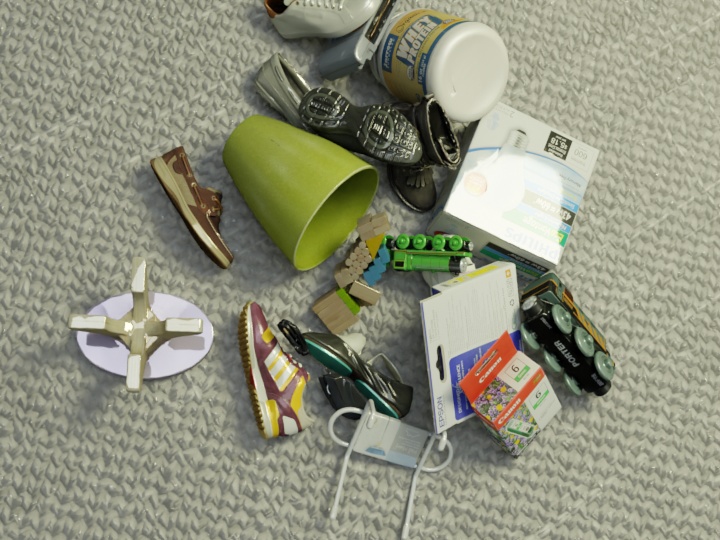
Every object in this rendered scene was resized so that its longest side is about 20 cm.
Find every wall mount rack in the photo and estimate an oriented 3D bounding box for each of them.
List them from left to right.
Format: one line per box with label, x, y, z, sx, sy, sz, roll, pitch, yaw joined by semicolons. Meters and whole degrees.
wall mount rack;0.038;0.286;1.420;0.197;0.075;0.176;18;107;-11

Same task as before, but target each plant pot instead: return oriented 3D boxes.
plant pot;-0.104;-0.137;1.451;0.199;0.188;0.187;40;75;16

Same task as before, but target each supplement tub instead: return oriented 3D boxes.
supplement tub;0.114;-0.315;1.481;0.143;0.199;0.147;-14;118;-28

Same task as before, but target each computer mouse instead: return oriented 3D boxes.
computer mouse;-0.059;0.150;1.419;0.201;0.058;0.034;50;66;-18

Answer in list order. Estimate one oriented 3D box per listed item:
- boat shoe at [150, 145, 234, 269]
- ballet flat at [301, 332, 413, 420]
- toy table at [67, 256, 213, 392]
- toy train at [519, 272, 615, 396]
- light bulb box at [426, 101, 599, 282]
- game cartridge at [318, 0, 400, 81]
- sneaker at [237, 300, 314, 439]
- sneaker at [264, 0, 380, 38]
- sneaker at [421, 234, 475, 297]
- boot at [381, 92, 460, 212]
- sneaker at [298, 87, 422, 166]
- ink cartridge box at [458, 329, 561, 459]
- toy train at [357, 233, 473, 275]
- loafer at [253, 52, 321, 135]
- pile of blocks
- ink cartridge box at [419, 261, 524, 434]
boat shoe;-0.238;-0.098;1.469;0.071;0.072;0.201;-32;78;-12
ballet flat;-0.001;0.141;1.457;0.199;0.068;0.069;41;65;-9
toy table;-0.311;0.083;1.395;0.196;0.117;0.187;-10;79;-9
toy train;0.313;0.097;1.471;0.200;0.085;0.115;46;35;-18
light bulb box;0.233;-0.120;1.511;0.196;0.125;0.203;24;75;-3
game cartridge;0.006;-0.394;1.532;0.041;0.132;0.202;36;70;-30
sneaker;-0.123;0.141;1.437;0.089;0.075;0.204;-10;86;-18
sneaker;-0.067;-0.405;1.493;0.197;0.085;0.074;-2;58;34
sneaker;0.142;0.043;1.474;0.074;0.100;0.203;-12;80;-22
boot;0.096;-0.168;1.453;0.069;0.174;0.202;-29;112;-16
sneaker;0.007;-0.203;1.431;0.198;0.091;0.077;29;82;21
ink cartridge box;0.218;0.182;1.409;0.109;0.201;0.050;-47;51;-9
toy train;0.077;-0.025;1.459;0.197;0.042;0.058;3;87;32
loafer;-0.080;-0.252;1.515;0.200;0.070;0.070;43;120;2
pile of blocks;0.000;0.000;1.461;0.081;0.062;0.202;27;110;-8
ink cartridge box;0.157;0.109;1.421;0.198;0.047;0.201;-17;107;-34
